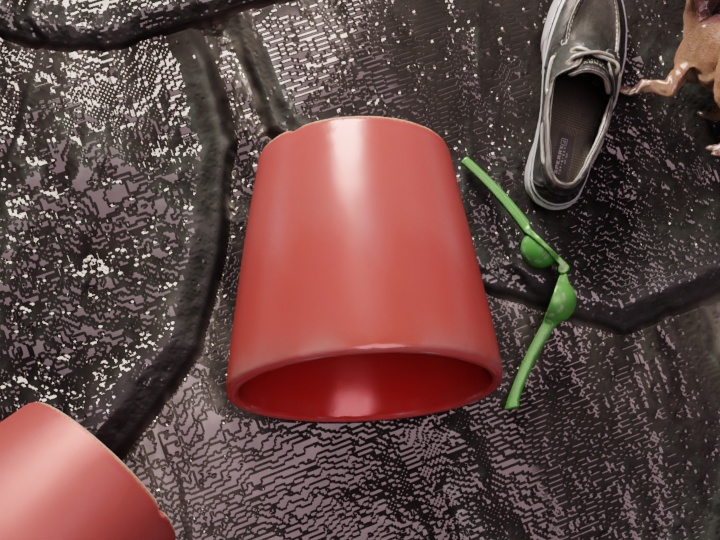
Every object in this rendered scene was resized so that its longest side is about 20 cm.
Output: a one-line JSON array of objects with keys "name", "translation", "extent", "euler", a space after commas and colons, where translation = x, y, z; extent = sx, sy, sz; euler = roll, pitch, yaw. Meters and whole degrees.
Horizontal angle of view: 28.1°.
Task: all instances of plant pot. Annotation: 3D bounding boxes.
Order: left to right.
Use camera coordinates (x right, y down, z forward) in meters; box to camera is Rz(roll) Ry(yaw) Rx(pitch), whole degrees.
[{"name": "plant pot", "translation": [-0.232, 0.200, 0.967], "extent": [0.200, 0.200, 0.177], "euler": [44, 67, -2]}, {"name": "plant pot", "translation": [0.000, 0.000, 1.029], "extent": [0.198, 0.201, 0.180], "euler": [1, 71, -10]}]

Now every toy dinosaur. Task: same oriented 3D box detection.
[{"name": "toy dinosaur", "translation": [0.292, -0.173, 1.127], "extent": [0.085, 0.200, 0.137], "euler": [-1, 123, -37]}]

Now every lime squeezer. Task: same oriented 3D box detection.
[{"name": "lime squeezer", "translation": [0.132, 0.003, 1.137], "extent": [0.070, 0.038, 0.203], "euler": [-12, 85, 20]}]

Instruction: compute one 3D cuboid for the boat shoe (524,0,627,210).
[{"name": "boat shoe", "translation": [0.180, -0.148, 1.141], "extent": [0.071, 0.071, 0.203], "euler": [11, 80, -8]}]
